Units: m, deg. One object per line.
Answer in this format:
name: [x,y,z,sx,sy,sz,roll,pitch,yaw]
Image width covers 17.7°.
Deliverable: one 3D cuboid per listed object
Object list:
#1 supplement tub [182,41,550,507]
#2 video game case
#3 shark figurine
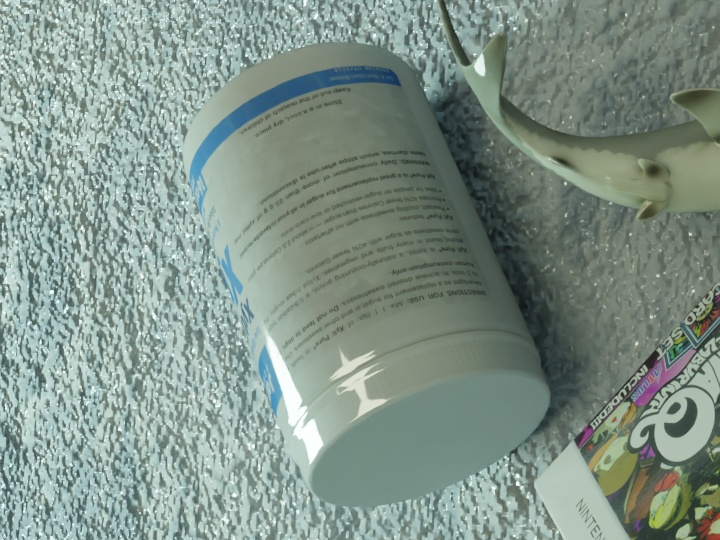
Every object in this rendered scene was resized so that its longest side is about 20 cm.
supplement tub: [0.000,0.000,1.141,0.132,0.132,0.201,-41,56,33]
video game case: [0.168,0.067,0.939,0.200,0.036,0.181,-49,25,12]
shark figurine: [0.138,-0.065,1.039,0.090,0.213,0.129,-82,-6,-57]
